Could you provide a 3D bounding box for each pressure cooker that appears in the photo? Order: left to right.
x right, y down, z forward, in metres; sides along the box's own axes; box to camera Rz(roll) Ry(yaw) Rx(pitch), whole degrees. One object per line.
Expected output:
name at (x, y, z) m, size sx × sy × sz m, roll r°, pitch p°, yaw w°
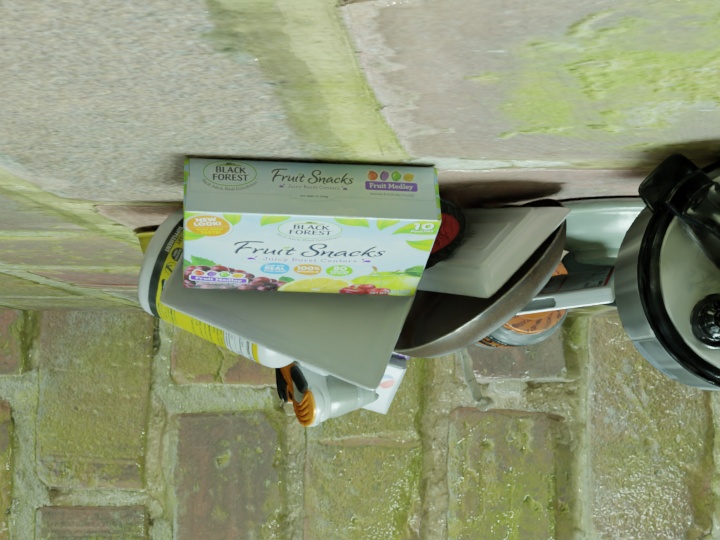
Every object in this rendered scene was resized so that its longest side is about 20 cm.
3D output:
pressure cooker at (0.285, 0.007, 1.039) m, size 0.174 × 0.180 × 0.200 m, roll 4°, pitch 176°, yaw 3°

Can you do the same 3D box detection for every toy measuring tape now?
toy measuring tape at (0.125, 0.049, 1.525) m, size 0.073 × 0.202 × 0.074 m, roll -20°, pitch 174°, yaw -2°

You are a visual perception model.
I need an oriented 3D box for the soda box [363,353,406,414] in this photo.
soda box at (0.008, 0.066, 1.559) m, size 0.063 × 0.068 × 0.201 m, roll 16°, pitch -149°, yaw -10°

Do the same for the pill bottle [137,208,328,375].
pill bottle at (-0.105, 0.024, 1.349) m, size 0.199 × 0.113 × 0.112 m, roll 22°, pitch -179°, yaw 16°

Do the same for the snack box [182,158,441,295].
snack box at (-0.044, -0.033, 1.134) m, size 0.198 × 0.053 × 0.143 m, roll 1°, pitch 153°, yaw -7°

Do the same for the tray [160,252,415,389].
tray at (-0.061, 0.024, 1.203) m, size 0.199 × 0.108 × 0.022 m, roll 22°, pitch 154°, yaw 4°

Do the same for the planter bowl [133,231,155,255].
planter bowl at (-0.162, 0.003, 1.613) m, size 0.198 × 0.084 × 0.200 m, roll 1°, pitch 177°, yaw 0°

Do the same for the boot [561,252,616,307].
boot at (0.353, 0.008, 1.679) m, size 0.202 × 0.074 × 0.153 m, roll 0°, pitch 178°, yaw 25°

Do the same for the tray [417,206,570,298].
tray at (0.101, -0.024, 1.249) m, size 0.022 × 0.107 × 0.200 m, roll 47°, pitch 166°, yaw -16°

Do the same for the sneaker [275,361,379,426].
sneaker at (-0.035, 0.104, 1.439) m, size 0.091 × 0.076 × 0.200 m, roll -7°, pitch -161°, yaw -14°

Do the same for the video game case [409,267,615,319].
video game case at (0.150, 0.026, 1.358) m, size 0.198 × 0.018 × 0.143 m, roll -8°, pitch -174°, yaw 15°

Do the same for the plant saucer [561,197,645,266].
plant saucer at (0.257, -0.033, 1.340) m, size 0.198 × 0.051 × 0.200 m, roll 1°, pitch 175°, yaw 0°

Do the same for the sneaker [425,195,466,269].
sneaker at (-0.002, -0.043, 1.267) m, size 0.198 × 0.080 × 0.096 m, roll -7°, pitch -158°, yaw 13°

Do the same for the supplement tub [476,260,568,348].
supplement tub at (0.175, 0.029, 1.650) m, size 0.121 × 0.124 × 0.200 m, roll 1°, pitch 175°, yaw -7°

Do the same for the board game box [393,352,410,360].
board game box at (-0.037, 0.023, 1.490) m, size 0.198 × 0.032 × 0.120 m, roll 17°, pitch -149°, yaw -16°

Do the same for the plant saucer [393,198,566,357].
plant saucer at (0.106, 0.013, 1.237) m, size 0.200 × 0.032 × 0.200 m, roll -35°, pitch -165°, yaw 11°
